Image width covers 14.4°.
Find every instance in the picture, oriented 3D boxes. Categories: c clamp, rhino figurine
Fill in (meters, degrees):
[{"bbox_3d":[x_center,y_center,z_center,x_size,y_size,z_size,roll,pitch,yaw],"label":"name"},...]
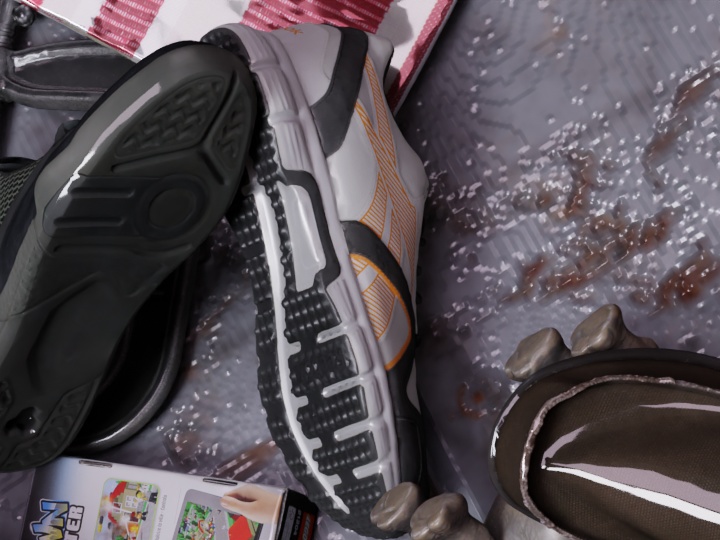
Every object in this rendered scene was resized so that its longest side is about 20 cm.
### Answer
[{"bbox_3d":[-0.139,-0.022,1.159,0.171,0.027,0.200,-1,74,17],"label":"c clamp"},{"bbox_3d":[0.049,0.108,1.015,0.087,0.060,0.200,40,95,-18],"label":"rhino figurine"}]

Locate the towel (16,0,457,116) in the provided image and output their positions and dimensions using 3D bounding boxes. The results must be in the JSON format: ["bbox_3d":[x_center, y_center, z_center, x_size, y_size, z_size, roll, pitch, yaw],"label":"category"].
[{"bbox_3d":[-0.054,-0.143,1.121,0.200,0.023,0.144,28,87,4],"label":"towel"}]

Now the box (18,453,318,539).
[{"bbox_3d":[-0.089,0.175,1.076,0.110,0.035,0.200,7,79,24],"label":"box"}]

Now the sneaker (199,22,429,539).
[{"bbox_3d":[0.000,0.000,1.061,0.074,0.080,0.200,-10,93,55],"label":"sneaker"}]

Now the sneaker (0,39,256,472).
[{"bbox_3d":[-0.114,-0.028,1.066,0.199,0.076,0.114,-57,45,34],"label":"sneaker"}]

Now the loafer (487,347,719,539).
[{"bbox_3d":[0.142,0.074,0.946,0.200,0.071,0.073,11,98,-1],"label":"loafer"}]
